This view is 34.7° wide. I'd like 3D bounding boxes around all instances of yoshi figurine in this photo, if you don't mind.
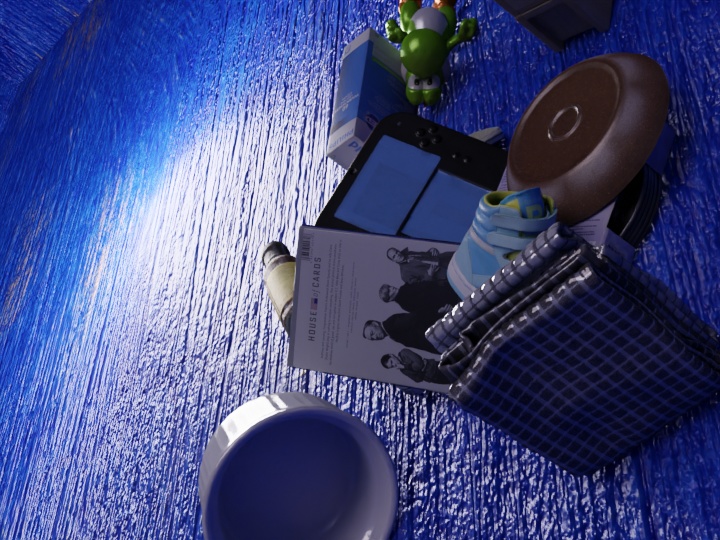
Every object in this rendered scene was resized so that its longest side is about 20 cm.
[{"bbox_3d":[0.088,-0.311,1.513,0.111,0.112,0.203,-26,45,34],"label":"yoshi figurine"}]

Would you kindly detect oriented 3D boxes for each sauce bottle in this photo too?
[{"bbox_3d":[-0.092,0.020,1.513,0.065,0.064,0.201,-50,31,12],"label":"sauce bottle"}]

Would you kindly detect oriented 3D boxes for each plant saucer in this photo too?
[{"bbox_3d":[0.209,-0.137,1.127,0.200,0.036,0.202,-36,35,31],"label":"plant saucer"}]

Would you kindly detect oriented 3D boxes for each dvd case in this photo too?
[{"bbox_3d":[0.022,0.039,1.189,0.197,0.025,0.153,8,95,22],"label":"dvd case"}]

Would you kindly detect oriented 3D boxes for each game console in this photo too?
[{"bbox_3d":[0.060,-0.074,1.250,0.175,0.031,0.201,22,66,23],"label":"game console"}]

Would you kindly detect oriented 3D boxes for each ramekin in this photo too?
[{"bbox_3d":[-0.069,0.220,1.156,0.202,0.199,0.098,-57,21,-1],"label":"ramekin"}]

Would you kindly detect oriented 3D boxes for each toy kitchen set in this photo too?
[{"bbox_3d":[0.238,-0.394,1.278,0.162,0.179,0.203,-17,52,48],"label":"toy kitchen set"}]

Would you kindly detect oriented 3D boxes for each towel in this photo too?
[{"bbox_3d":[0.174,0.071,0.912,0.165,0.199,0.086,-40,34,29],"label":"towel"}]

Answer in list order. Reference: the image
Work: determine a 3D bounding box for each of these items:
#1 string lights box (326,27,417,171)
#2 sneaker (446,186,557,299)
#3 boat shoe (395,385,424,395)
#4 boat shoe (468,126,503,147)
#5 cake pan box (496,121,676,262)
[{"bbox_3d":[0.021,-0.212,1.520,0.059,0.102,0.202,-29,39,39],"label":"string lights box"},{"bbox_3d":[0.159,0.004,1.037,0.200,0.079,0.132,45,134,36],"label":"sneaker"},{"bbox_3d":[0.074,0.030,1.239,0.071,0.069,0.202,16,76,60],"label":"boat shoe"},{"bbox_3d":[0.095,-0.092,1.321,0.200,0.063,0.074,-44,18,-18],"label":"boat shoe"},{"bbox_3d":[0.206,-0.064,1.146,0.199,0.052,0.187,-5,60,56],"label":"cake pan box"}]
